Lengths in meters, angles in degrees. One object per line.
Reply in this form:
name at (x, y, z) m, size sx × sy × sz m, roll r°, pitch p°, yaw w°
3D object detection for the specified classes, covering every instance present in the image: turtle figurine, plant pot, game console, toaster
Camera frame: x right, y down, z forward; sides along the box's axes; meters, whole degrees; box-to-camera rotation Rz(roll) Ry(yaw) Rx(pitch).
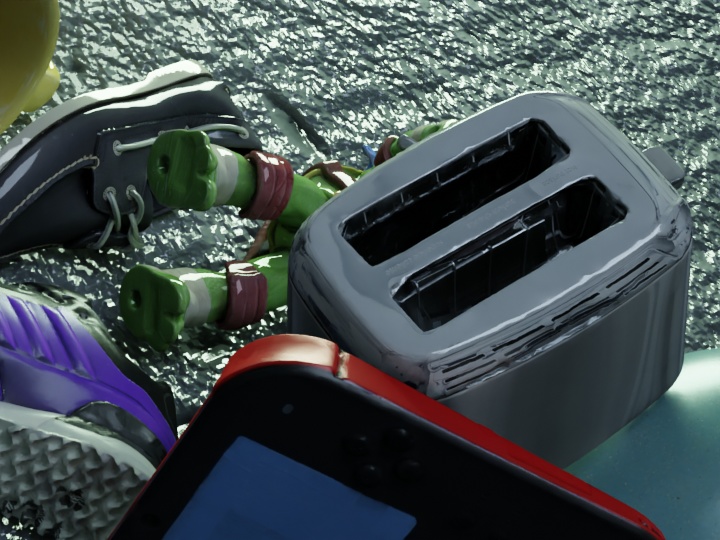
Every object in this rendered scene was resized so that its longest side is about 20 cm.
turtle figurine at (0.000, 0.000, 0.823) m, size 0.193 × 0.144 × 0.201 m, roll 2°, pitch 51°, yaw -40°
plant pot at (0.187, 0.112, 0.798) m, size 0.200 × 0.135 × 0.200 m, roll 53°, pitch 2°, yaw -3°
game console at (-0.008, 0.123, 0.671) m, size 0.176 × 0.200 × 0.031 m, roll 30°, pitch 36°, yaw -10°
toaster at (0.045, 0.018, 0.707) m, size 0.199 × 0.129 × 0.114 m, roll -28°, pitch 58°, yaw -18°

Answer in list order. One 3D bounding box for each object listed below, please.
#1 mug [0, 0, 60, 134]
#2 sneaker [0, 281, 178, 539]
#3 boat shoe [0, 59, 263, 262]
mug at (-0.235, -0.124, 0.794) m, size 0.149 × 0.187 × 0.153 m, roll -35°, pitch 66°, yaw -14°
sneaker at (-0.163, 0.035, 0.741) m, size 0.200 × 0.070 × 0.100 m, roll 34°, pitch 35°, yaw -13°
boat shoe at (-0.115, -0.044, 0.833) m, size 0.063 × 0.073 × 0.200 m, roll 43°, pitch 37°, yaw 8°
